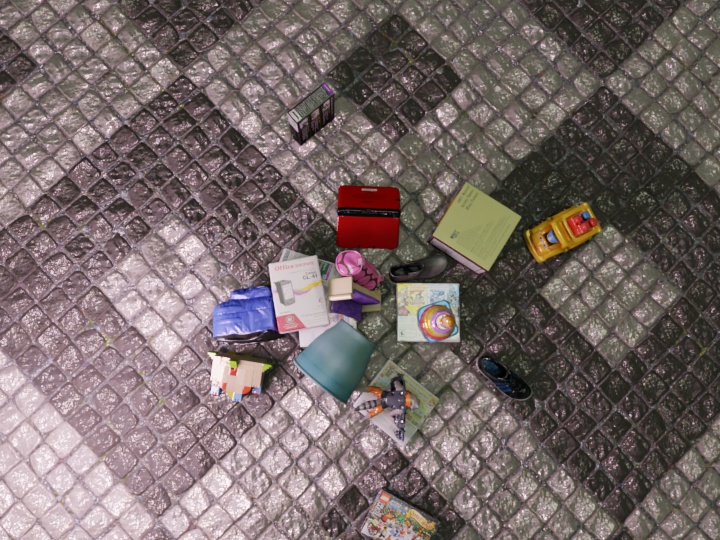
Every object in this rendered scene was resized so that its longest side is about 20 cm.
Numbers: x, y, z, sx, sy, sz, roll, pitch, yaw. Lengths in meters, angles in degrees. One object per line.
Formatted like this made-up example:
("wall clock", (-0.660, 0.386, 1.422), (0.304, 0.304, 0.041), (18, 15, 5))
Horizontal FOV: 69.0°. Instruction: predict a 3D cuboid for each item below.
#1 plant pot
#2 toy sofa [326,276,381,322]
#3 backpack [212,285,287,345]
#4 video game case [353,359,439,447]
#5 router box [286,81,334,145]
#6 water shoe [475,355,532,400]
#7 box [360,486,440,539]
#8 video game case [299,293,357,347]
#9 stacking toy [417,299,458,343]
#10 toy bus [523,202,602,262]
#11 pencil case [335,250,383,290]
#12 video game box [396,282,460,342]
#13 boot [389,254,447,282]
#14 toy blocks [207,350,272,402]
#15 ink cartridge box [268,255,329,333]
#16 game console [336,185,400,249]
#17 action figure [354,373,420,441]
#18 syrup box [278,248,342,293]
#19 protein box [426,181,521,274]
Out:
("plant pot", (-0.062, 0.253, 1.537), (0.200, 0.200, 0.188), (38, 84, 3))
("toy sofa", (-0.015, 0.090, 1.552), (0.082, 0.200, 0.098), (-8, 72, 27))
("backpack", (-0.337, 0.140, 1.570), (0.199, 0.163, 0.169), (-12, 69, 8))
("video game case", (0.110, 0.407, 1.615), (0.200, 0.023, 0.182), (38, 84, 4))
("router box", (-0.150, -0.479, 1.622), (0.149, 0.200, 0.051), (-41, 88, -6))
("water shoe", (0.442, 0.335, 1.603), (0.200, 0.079, 0.072), (33, 84, 2))
("box", (0.119, 0.761, 1.566), (0.199, 0.038, 0.137), (28, 84, 2))
("video game case", (-0.105, 0.132, 1.640), (0.181, 0.024, 0.201), (-5, 84, -2))
("stacking toy", (0.237, 0.149, 1.514), (0.109, 0.200, 0.117), (-18, 86, -4))
("toy bus", (0.631, -0.121, 1.607), (0.199, 0.192, 0.136), (-26, 86, -3))
("pencil case", (0.000, 0.000, 1.570), (0.093, 0.200, 0.091), (3, 78, 20))
("video game box", (0.209, 0.131, 1.638), (0.199, 0.047, 0.183), (1, 86, -2))
("boot", (0.185, -0.006, 1.609), (0.199, 0.132, 0.070), (-19, 83, -3))
("toy blocks", (-0.372, 0.330, 1.585), (0.199, 0.100, 0.137), (9, 95, 0))
("ink cartridge box", (-0.177, 0.070, 1.502), (0.147, 0.086, 0.201), (-10, 83, -9))
("game console", (0.025, -0.173, 1.683), (0.199, 0.119, 0.173), (2, 52, -2))
("action figure", (0.085, 0.414, 1.554), (0.192, 0.105, 0.201), (-10, 81, 7))
("syrup box", (-0.150, 0.007, 1.609), (0.199, 0.081, 0.079), (17, 72, 8))
("protein box", (0.347, -0.127, 1.626), (0.200, 0.135, 0.199), (32, 84, 2))
